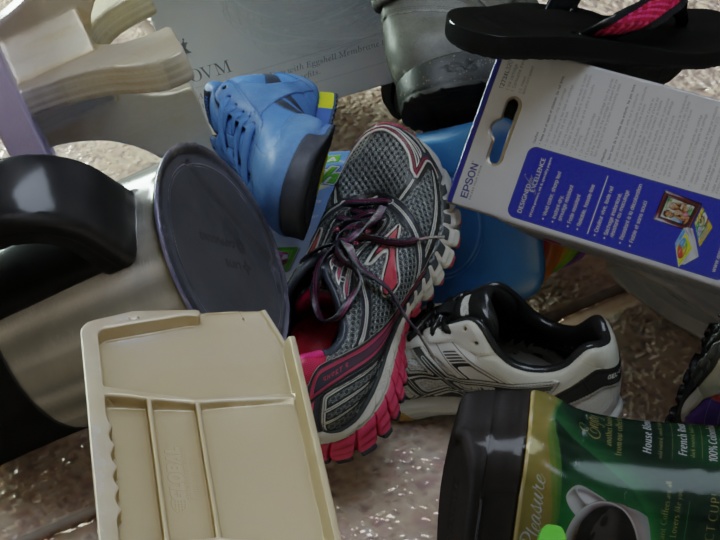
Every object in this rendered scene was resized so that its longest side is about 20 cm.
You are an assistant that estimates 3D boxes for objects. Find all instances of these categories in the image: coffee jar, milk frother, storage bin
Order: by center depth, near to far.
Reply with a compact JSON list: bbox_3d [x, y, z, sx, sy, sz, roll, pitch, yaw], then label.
[{"bbox_3d":[-0.068,0.151,0.787,0.093,0.201,0.199,-2,37,-11],"label":"storage bin"},{"bbox_3d":[-0.146,0.059,0.914,0.187,0.202,0.180,-22,-16,24],"label":"milk frother"},{"bbox_3d":[0.137,0.121,0.929,0.198,0.105,0.085,8,21,4],"label":"coffee jar"}]

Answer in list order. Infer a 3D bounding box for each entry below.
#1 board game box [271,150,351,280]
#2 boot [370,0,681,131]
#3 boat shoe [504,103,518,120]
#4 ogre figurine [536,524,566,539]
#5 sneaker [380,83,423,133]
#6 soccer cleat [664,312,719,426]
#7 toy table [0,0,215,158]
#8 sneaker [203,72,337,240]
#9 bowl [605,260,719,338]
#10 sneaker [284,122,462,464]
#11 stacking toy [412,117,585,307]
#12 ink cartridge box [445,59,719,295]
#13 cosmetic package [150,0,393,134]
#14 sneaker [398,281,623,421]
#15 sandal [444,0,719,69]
[{"bbox_3d":[-0.085,-0.004,1.099,0.150,0.037,0.201,-1,34,23],"label":"board game box"},{"bbox_3d":[0.094,-0.161,1.125,0.198,0.068,0.132,-7,67,-22],"label":"boot"},{"bbox_3d":[0.137,-0.095,1.216,0.199,0.073,0.067,18,52,-37],"label":"boat shoe"},{"bbox_3d":[0.072,0.183,0.827,0.198,0.121,0.098,19,39,20],"label":"ogre figurine"},{"bbox_3d":[0.048,-0.101,1.253,0.098,0.071,0.200,16,32,18],"label":"sneaker"},{"bbox_3d":[0.206,0.060,0.976,0.073,0.200,0.069,25,77,8],"label":"soccer cleat"},{"bbox_3d":[-0.168,-0.127,1.108,0.116,0.201,0.184,-25,38,-5],"label":"toy table"},{"bbox_3d":[-0.055,-0.068,1.043,0.078,0.067,0.200,17,16,-6],"label":"sneaker"},{"bbox_3d":[0.205,-0.015,1.094,0.200,0.201,0.091,30,84,30],"label":"bowl"},{"bbox_3d":[0.000,0.000,1.007,0.080,0.075,0.201,-7,51,27],"label":"sneaker"},{"bbox_3d":[0.103,-0.036,1.153,0.115,0.111,0.199,-9,1,37],"label":"stacking toy"},{"bbox_3d":[0.151,-0.050,1.001,0.198,0.096,0.037,19,-4,23],"label":"ink cartridge box"},{"bbox_3d":[-0.043,-0.222,1.232,0.198,0.201,0.123,-15,27,13],"label":"cosmetic package"},{"bbox_3d":[0.051,0.038,1.047,0.198,0.088,0.076,12,39,13],"label":"sneaker"},{"bbox_3d":[0.137,-0.142,1.037,0.198,0.046,0.075,-4,23,-34],"label":"sandal"}]
